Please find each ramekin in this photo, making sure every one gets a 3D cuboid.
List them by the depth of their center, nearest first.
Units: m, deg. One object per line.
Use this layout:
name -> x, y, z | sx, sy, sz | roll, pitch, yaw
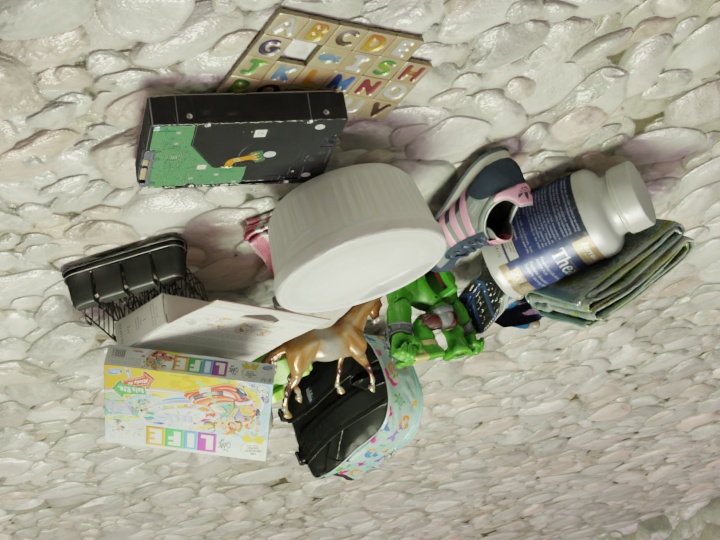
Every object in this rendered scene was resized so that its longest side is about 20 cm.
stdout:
ramekin -> -0.011, -0.038, 1.499 | 0.200, 0.095, 0.203 | -17, 160, -6

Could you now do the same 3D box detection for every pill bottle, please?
pill bottle -> 0.250, -0.053, 1.653 | 0.198, 0.112, 0.111 | -25, 153, 23

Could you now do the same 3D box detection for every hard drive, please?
hard drive -> -0.123, -0.131, 1.380 | 0.197, 0.038, 0.140 | -5, 158, -16

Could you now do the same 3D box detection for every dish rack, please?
dish rack -> -0.256, 0.036, 1.658 | 0.151, 0.055, 0.200 | -16, 157, 6

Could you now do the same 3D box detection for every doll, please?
doll -> 0.242, 0.049, 1.935 | 0.197, 0.049, 0.137 | -17, 154, 6

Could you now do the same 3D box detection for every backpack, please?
backpack -> 0.001, 0.188, 1.957 | 0.149, 0.179, 0.200 | 5, 139, -41

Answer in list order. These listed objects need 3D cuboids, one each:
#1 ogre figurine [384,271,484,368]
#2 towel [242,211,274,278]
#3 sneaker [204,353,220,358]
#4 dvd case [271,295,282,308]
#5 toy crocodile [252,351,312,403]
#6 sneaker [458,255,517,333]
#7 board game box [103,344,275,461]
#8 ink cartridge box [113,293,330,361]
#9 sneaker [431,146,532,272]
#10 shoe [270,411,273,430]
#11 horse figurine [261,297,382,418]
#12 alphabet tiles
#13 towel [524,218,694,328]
ogre figurine -> 0.089, 0.055, 1.741 | 0.198, 0.122, 0.098 | -6, 166, -36
towel -> -0.030, -0.046, 1.628 | 0.197, 0.030, 0.147 | -17, 155, 8
sneaker -> -0.208, 0.175, 1.722 | 0.080, 0.077, 0.199 | 21, 144, -39
dvd case -> 0.000, 0.000, 1.705 | 0.142, 0.018, 0.199 | -4, 159, -43
toy crocodile -> -0.158, 0.149, 1.793 | 0.198, 0.062, 0.068 | -25, 116, -5
sneaker -> 0.194, -0.003, 1.799 | 0.200, 0.076, 0.077 | -49, 175, 40
board game box -> -0.204, 0.159, 1.626 | 0.197, 0.034, 0.136 | 7, 131, -2
ink cartridge box -> -0.164, 0.062, 1.642 | 0.175, 0.045, 0.199 | -28, 155, 33
sneaker -> 0.135, -0.048, 1.602 | 0.069, 0.082, 0.201 | -14, 149, -33
shoe -> -0.141, 0.213, 1.816 | 0.069, 0.054, 0.200 | -24, -171, 5
horse figurine -> -0.051, 0.112, 1.761 | 0.198, 0.050, 0.134 | -13, 119, -25
alphabet tiles -> -0.034, -0.190, 1.353 | 0.198, 0.008, 0.167 | 5, 149, -33
towel -> 0.304, -0.001, 1.693 | 0.170, 0.048, 0.200 | -37, -167, -9
